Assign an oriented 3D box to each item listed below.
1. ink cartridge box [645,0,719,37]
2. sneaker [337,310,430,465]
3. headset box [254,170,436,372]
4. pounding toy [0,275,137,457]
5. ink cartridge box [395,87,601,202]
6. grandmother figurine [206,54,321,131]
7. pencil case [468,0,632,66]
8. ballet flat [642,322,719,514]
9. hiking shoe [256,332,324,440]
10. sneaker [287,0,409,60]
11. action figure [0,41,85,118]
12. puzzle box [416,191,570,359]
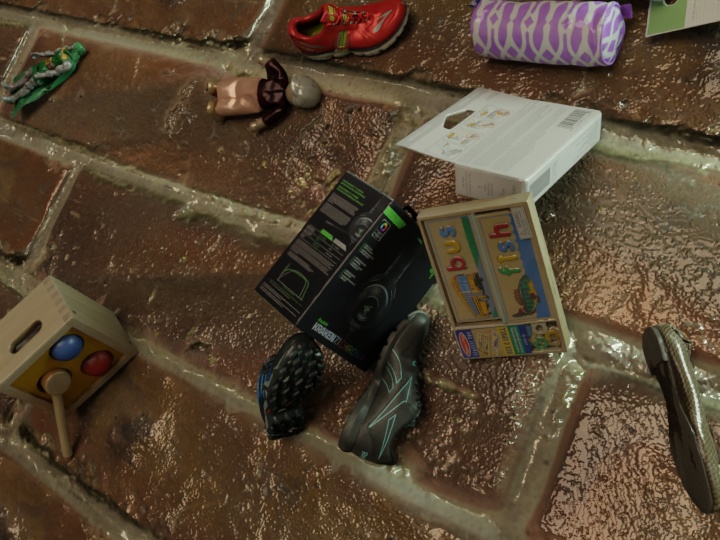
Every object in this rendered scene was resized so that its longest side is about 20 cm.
[{"bbox_3d":[0.453,-0.352,0.947,0.200,0.048,0.146,-2,70,46],"label":"ink cartridge box"},{"bbox_3d":[0.047,0.148,0.996,0.079,0.075,0.200,26,85,12],"label":"sneaker"},{"bbox_3d":[0.000,0.000,0.993,0.093,0.174,0.200,36,87,39],"label":"headset box"},{"bbox_3d":[-0.465,0.153,1.227,0.200,0.184,0.142,-43,56,0],"label":"pounding toy"},{"bbox_3d":[0.170,-0.155,0.969,0.176,0.045,0.200,21,43,33],"label":"ink cartridge box"},{"bbox_3d":[-0.152,-0.283,1.269,0.199,0.061,0.122,5,102,28],"label":"grandmother figurine"},{"bbox_3d":[0.241,-0.315,1.038,0.200,0.084,0.086,18,58,32],"label":"pencil case"},{"bbox_3d":[0.343,0.148,0.825,0.046,0.067,0.201,-5,63,-6],"label":"ballet flat"},{"bbox_3d":[-0.103,0.136,1.018,0.087,0.074,0.200,60,147,33],"label":"hiking shoe"},{"bbox_3d":[-0.023,-0.371,1.205,0.199,0.085,0.077,-8,69,28],"label":"sneaker"},{"bbox_3d":[-0.632,-0.400,1.591,0.200,0.055,0.118,-27,58,14],"label":"action figure"},{"bbox_3d":[0.154,0.012,0.915,0.133,0.200,0.025,-8,27,29],"label":"puzzle box"}]
